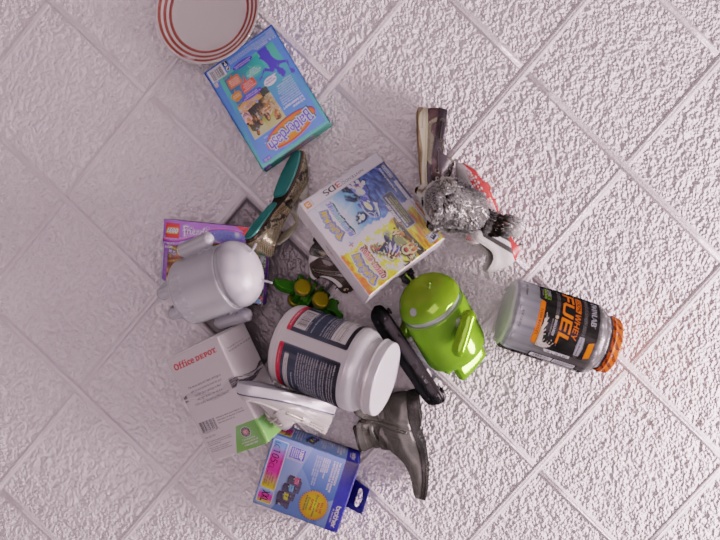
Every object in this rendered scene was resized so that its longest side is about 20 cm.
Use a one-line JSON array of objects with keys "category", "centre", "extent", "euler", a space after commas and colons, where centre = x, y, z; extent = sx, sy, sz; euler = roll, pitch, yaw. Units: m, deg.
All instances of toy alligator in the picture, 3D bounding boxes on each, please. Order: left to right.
[{"category": "toy alligator", "centre": [-0.067, 0.061, 1.202], "extent": [0.198, 0.060, 0.055], "euler": [34, 54, 0]}]

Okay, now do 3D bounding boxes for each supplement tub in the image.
[{"category": "supplement tub", "centre": [-0.045, 0.152, 1.121], "extent": [0.196, 0.140, 0.144], "euler": [17, 95, 22]}, {"category": "supplement tub", "centre": [0.342, 0.101, 1.149], "extent": [0.195, 0.123, 0.126], "euler": [16, 94, 1]}]

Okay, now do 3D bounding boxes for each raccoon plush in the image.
[{"category": "raccoon plush", "centre": [0.183, -0.106, 1.071], "extent": [0.194, 0.134, 0.100], "euler": [3, 93, 2]}]

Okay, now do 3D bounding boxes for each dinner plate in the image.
[{"category": "dinner plate", "centre": [-0.271, -0.465, 1.180], "extent": [0.195, 0.024, 0.206], "euler": [-1, 86, 10]}]

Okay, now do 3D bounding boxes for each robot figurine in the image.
[{"category": "robot figurine", "centre": [-0.247, 0.020, 1.126], "extent": [0.196, 0.114, 0.172], "euler": [-19, 114, 16]}, {"category": "robot figurine", "centre": [0.140, 0.091, 1.145], "extent": [0.115, 0.174, 0.202], "euler": [-40, 115, -19]}]

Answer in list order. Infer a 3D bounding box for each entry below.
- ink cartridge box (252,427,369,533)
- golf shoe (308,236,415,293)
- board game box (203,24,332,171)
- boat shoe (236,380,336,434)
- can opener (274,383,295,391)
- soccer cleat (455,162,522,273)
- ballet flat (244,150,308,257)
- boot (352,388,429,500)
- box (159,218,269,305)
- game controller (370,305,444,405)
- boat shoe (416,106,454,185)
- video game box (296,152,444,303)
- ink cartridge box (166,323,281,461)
[{"category": "ink cartridge box", "centre": [-0.081, 0.382, 1.211], "extent": [0.195, 0.076, 0.140], "euler": [18, 94, 0]}, {"category": "golf shoe", "centre": [0.000, 0.000, 1.193], "extent": [0.195, 0.078, 0.096], "euler": [18, 117, -1]}, {"category": "board game box", "centre": [-0.164, -0.305, 1.185], "extent": [0.150, 0.045, 0.203], "euler": [-31, 91, 4]}, {"category": "boat shoe", "centre": [-0.128, 0.237, 1.126], "extent": [0.198, 0.071, 0.067], "euler": [24, 79, -40]}, {"category": "can opener", "centre": [-0.077, 0.205, 1.215], "extent": [0.196, 0.067, 0.053], "euler": [-26, 53, 2]}, {"category": "soccer cleat", "centre": [0.209, -0.092, 1.170], "extent": [0.084, 0.069, 0.203], "euler": [-30, 97, -7]}, {"category": "ballet flat", "centre": [-0.134, -0.113, 1.180], "extent": [0.075, 0.067, 0.203], "euler": [37, 70, -30]}, {"category": "boot", "centre": [0.056, 0.319, 1.211], "extent": [0.127, 0.068, 0.206], "euler": [-9, 86, 8]}, {"category": "box", "centre": [-0.264, -0.016, 1.211], "extent": [0.194, 0.039, 0.141], "euler": [6, 94, 2]}, {"category": "game controller", "centre": [0.082, 0.148, 1.172], "extent": [0.042, 0.104, 0.202], "euler": [-33, 92, 0]}, {"category": "boat shoe", "centre": [0.134, -0.188, 1.167], "extent": [0.063, 0.072, 0.206], "euler": [-5, 88, 8]}, {"category": "video game box", "centre": [0.017, -0.078, 1.141], "extent": [0.181, 0.047, 0.201], "euler": [-36, 81, -19]}, {"category": "ink cartridge box", "centre": [-0.236, 0.215, 1.177], "extent": [0.143, 0.084, 0.204], "euler": [-24, 92, 30]}]
